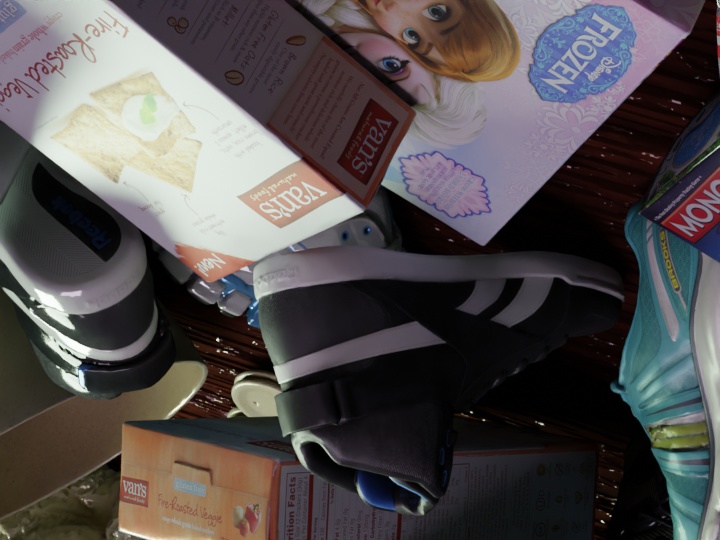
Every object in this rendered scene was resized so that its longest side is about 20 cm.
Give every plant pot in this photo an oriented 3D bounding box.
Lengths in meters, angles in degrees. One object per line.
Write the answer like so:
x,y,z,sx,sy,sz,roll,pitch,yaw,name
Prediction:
-0.198,0.042,1.253,0.135,0.199,0.200,61,152,12,plant pot

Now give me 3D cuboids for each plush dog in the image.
-0.209,0.208,1.498,0.160,0.173,0.200,29,151,-5,plush dog

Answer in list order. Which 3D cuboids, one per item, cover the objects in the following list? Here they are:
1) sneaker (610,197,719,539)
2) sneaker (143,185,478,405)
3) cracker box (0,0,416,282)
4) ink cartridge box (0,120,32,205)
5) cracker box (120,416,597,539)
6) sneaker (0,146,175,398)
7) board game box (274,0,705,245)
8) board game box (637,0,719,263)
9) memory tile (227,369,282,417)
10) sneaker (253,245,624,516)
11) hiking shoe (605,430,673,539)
0.153,0.060,1.041,0.079,0.077,0.202,9,107,44,sneaker
0.000,0.000,1.130,0.199,0.075,0.087,28,119,-28,sneaker
-0.093,-0.086,0.967,0.200,0.058,0.134,38,150,-18,cracker box
-0.234,-0.092,1.026,0.199,0.200,0.041,31,143,-10,ink cartridge box
0.000,0.106,1.162,0.199,0.058,0.133,2,-177,-37,cracker box
-0.156,-0.011,1.122,0.200,0.073,0.112,49,160,42,sneaker
0.011,-0.112,0.941,0.199,0.041,0.200,31,150,-6,board game box
0.199,-0.057,0.893,0.199,0.062,0.200,32,149,-8,board game box
0.012,0.124,1.359,0.199,0.017,0.154,23,150,4,memory tile
0.039,0.051,1.049,0.199,0.113,0.073,2,168,-37,sneaker
0.177,0.107,1.122,0.075,0.101,0.200,29,150,-7,hiking shoe
